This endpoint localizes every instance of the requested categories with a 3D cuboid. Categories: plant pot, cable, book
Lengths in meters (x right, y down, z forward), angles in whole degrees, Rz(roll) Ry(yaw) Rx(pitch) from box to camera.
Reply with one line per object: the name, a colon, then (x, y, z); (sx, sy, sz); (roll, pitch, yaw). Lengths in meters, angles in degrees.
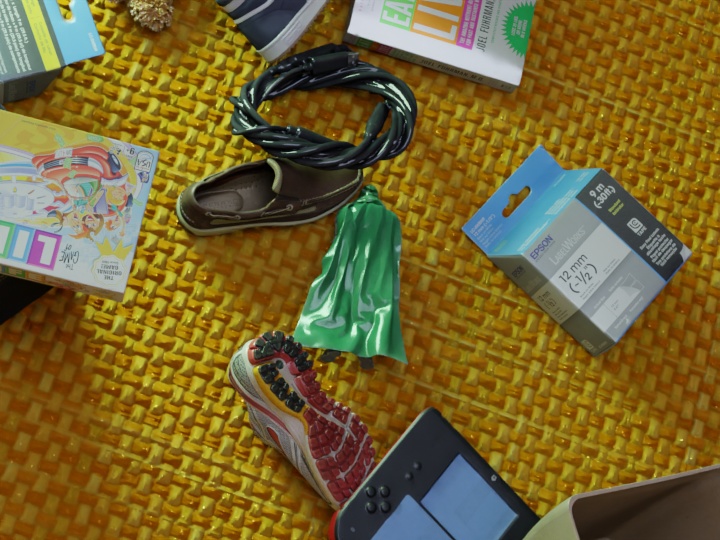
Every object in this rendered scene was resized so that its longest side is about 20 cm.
plant pot: (0.254, 0.311, 1.430); (0.200, 0.177, 0.200); (-7, 74, -28)
cable: (-0.041, -0.160, 1.568); (0.200, 0.051, 0.163); (-23, 60, -31)
book: (0.090, -0.286, 1.670); (0.200, 0.048, 0.134); (15, 74, -10)

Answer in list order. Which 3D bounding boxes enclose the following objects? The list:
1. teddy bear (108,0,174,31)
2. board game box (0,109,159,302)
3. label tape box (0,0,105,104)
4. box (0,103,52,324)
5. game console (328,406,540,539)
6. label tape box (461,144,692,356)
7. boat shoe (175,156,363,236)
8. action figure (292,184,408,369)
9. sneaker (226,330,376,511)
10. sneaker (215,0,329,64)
teddy bear: (-0.206, -0.350, 1.604); (0.145, 0.067, 0.200); (46, 69, 2)
board game box: (-0.285, -0.062, 1.297); (0.200, 0.034, 0.135); (14, 72, -9)
label tape box: (-0.376, -0.243, 1.531); (0.200, 0.063, 0.144); (-17, 77, -18)
box: (-0.366, -0.067, 1.404); (0.123, 0.198, 0.200); (-38, 84, -20)
game console: (0.081, 0.260, 1.475); (0.200, 0.031, 0.177); (47, 68, -10)
label tape box: (0.230, -0.030, 1.606); (0.200, 0.066, 0.143); (44, 68, 1)
boat shoe: (-0.085, -0.083, 1.542); (0.202, 0.075, 0.075); (-19, 78, -18)
action figure: (0.000, 0.000, 1.548); (0.118, 0.055, 0.200); (12, 63, -8)
sneaker: (-0.057, 0.151, 1.482); (0.078, 0.082, 0.200); (-38, 99, -40)
sneaker: (-0.075, -0.328, 1.609); (0.108, 0.070, 0.200); (42, 67, -21)
